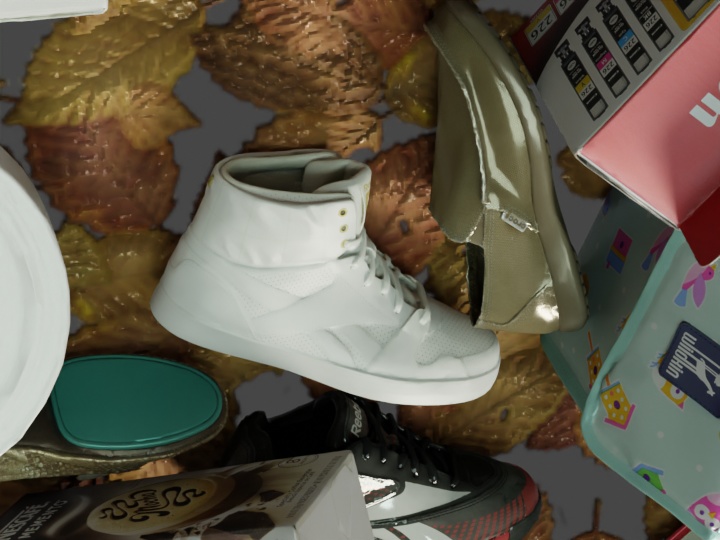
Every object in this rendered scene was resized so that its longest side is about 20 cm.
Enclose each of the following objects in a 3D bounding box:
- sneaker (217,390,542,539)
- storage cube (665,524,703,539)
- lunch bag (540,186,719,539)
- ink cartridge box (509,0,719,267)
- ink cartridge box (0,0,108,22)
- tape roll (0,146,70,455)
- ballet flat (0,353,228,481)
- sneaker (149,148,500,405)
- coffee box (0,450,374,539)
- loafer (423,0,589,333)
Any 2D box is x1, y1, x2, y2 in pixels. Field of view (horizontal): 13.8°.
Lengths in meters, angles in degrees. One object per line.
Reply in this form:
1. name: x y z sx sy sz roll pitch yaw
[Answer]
1. sneaker: 0.011 0.115 1.673 0.200 0.071 0.098 3 123 -14
2. storage cube: 0.247 0.264 1.755 0.171 0.200 0.180 -40 128 11
3. lunch bag: 0.192 0.028 1.588 0.122 0.200 0.170 14 118 -22
4. ink cartridge box: 0.190 -0.129 1.504 0.084 0.176 0.200 34 108 -29
5. ink cartridge box: -0.185 -0.198 1.350 0.125 0.200 0.129 -6 123 -11
6. tape roll: -0.249 0.016 1.513 0.202 0.071 0.203 -3 104 -10
7. ballet flat: -0.174 0.086 1.624 0.200 0.071 0.065 -1 148 -11
8. sneaker: 0.000 0.000 1.598 0.200 0.074 0.116 13 120 -20
9. coffee box: -0.103 0.162 1.599 0.200 0.113 0.080 -9 104 19
10. loafer: 0.066 -0.048 1.571 0.067 0.076 0.200 -20 110 -3
